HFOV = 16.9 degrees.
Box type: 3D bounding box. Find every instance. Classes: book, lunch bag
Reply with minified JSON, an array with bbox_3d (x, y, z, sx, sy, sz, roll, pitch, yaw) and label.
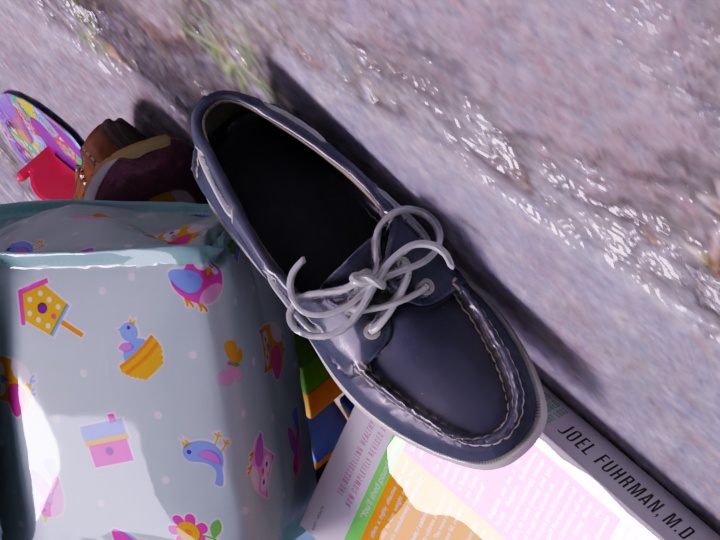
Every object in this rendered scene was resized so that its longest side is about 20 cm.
[{"bbox_3d":[0.074,0.122,1.053,0.200,0.048,0.134,42,131,24],"label":"book"},{"bbox_3d":[-0.133,0.055,1.123,0.200,0.122,0.171,0,106,19],"label":"lunch bag"}]

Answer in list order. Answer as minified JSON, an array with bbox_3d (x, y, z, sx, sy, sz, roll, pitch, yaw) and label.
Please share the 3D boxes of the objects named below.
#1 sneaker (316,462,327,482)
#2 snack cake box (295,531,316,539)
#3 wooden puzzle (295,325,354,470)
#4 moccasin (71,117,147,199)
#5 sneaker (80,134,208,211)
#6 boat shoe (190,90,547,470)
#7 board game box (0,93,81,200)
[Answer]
[{"bbox_3d":[-0.078,0.089,1.430,0.082,0.070,0.200,21,148,54],"label":"sneaker"},{"bbox_3d":[0.036,0.183,1.179,0.200,0.067,0.115,17,173,26],"label":"snack cake box"},{"bbox_3d":[0.000,0.082,1.246,0.185,0.046,0.200,41,163,25],"label":"wooden puzzle"},{"bbox_3d":[-0.132,-0.021,1.291,0.074,0.078,0.201,48,164,6],"label":"moccasin"},{"bbox_3d":[-0.091,0.026,1.206,0.090,0.075,0.200,51,151,39],"label":"sneaker"},{"bbox_3d":[0.000,0.000,1.005,0.200,0.075,0.062,52,178,21],"label":"boat shoe"},{"bbox_3d":[-0.166,-0.017,1.463,0.200,0.039,0.158,50,165,-10],"label":"board game box"}]
